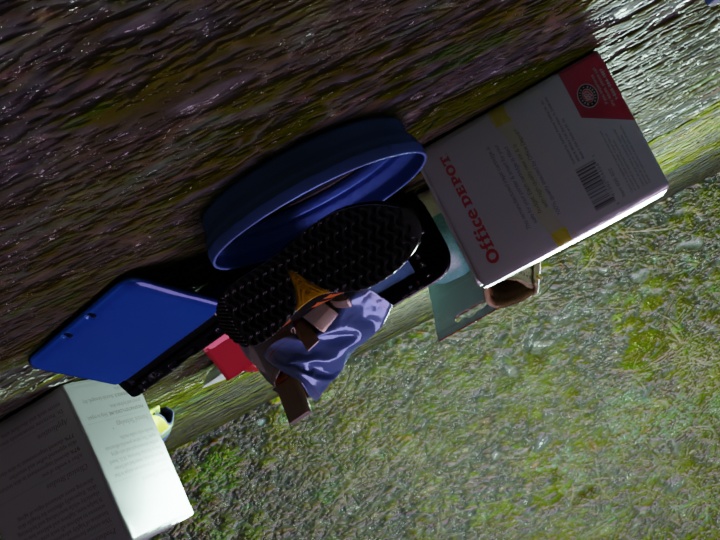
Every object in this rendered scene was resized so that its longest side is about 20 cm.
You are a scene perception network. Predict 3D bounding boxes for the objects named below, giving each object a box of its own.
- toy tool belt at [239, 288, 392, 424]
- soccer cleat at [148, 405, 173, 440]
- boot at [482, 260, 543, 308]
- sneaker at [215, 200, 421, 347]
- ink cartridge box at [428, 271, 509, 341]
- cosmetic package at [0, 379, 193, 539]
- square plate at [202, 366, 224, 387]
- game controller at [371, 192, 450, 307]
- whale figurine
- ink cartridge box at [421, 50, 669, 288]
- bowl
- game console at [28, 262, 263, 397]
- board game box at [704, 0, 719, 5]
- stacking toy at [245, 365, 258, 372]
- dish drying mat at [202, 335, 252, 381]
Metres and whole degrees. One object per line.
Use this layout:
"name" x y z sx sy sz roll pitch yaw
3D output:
"toy tool belt" -0.026 0.042 1.109 0.124 0.123 0.201 32 100 -39
"soccer cleat" -0.371 0.256 1.908 0.084 0.064 0.200 -58 164 4
"boot" 0.187 -0.060 1.278 0.072 0.157 0.200 17 150 -9
"sneaker" -0.033 -0.008 1.003 0.198 0.071 0.090 -30 -173 18
"ink cartridge box" 0.138 -0.002 1.431 0.108 0.202 0.050 -30 133 25
"cosmetic package" -0.343 0.257 1.416 0.166 0.202 0.166 -28 172 16
"square plate" -0.142 0.114 1.816 0.198 0.029 0.198 -22 171 -33
"game controller" 0.000 0.000 1.268 0.198 0.105 0.042 -30 176 15
"whale figurine" 0.069 -0.021 1.359 0.158 0.105 0.200 -21 168 -39
"ink cartridge box" 0.172 -0.092 1.108 0.198 0.147 0.083 -28 174 8
"bowl" -0.040 -0.064 0.955 0.198 0.040 0.201 -27 172 -4
"game console" -0.198 0.031 1.119 0.199 0.118 0.172 -33 -159 39
"board game box" 0.355 -0.284 0.808 0.194 0.056 0.200 -23 171 -26
"stacking toy" -0.115 0.084 1.375 0.085 0.086 0.200 -27 -177 5
"dish drying mat" -0.070 0.035 1.179 0.199 0.018 0.077 -34 142 -4
